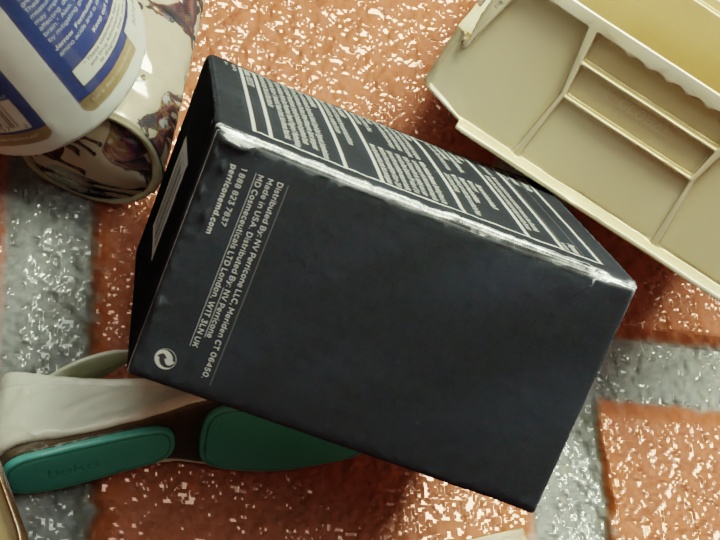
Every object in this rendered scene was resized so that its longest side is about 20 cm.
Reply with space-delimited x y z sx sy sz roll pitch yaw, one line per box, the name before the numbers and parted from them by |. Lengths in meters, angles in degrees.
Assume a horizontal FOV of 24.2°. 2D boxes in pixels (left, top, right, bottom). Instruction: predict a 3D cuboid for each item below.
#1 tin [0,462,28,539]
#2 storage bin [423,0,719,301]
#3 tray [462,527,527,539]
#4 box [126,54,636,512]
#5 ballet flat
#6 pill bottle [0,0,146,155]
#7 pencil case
tin | -0.219 0.098 0.768 0.111 0.042 0.201 -23 71 -2
storage bin | 0.154 -0.104 0.935 0.198 0.094 0.200 34 26 0
tray | 0.002 0.194 0.813 0.198 0.037 0.099 -8 66 -23
box | 0.000 0.000 0.802 0.197 0.200 0.124 19 103 -11
ballet flat | -0.088 0.065 0.837 0.198 0.070 0.070 -4 65 -17
pill bottle | -0.187 -0.149 0.769 0.110 0.200 0.112 -10 58 16
pencil case | -0.132 -0.140 0.918 0.089 0.078 0.201 23 58 -22
